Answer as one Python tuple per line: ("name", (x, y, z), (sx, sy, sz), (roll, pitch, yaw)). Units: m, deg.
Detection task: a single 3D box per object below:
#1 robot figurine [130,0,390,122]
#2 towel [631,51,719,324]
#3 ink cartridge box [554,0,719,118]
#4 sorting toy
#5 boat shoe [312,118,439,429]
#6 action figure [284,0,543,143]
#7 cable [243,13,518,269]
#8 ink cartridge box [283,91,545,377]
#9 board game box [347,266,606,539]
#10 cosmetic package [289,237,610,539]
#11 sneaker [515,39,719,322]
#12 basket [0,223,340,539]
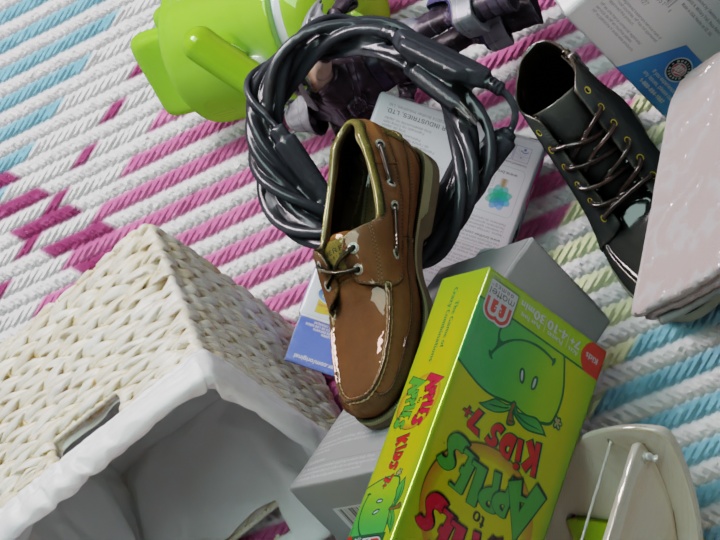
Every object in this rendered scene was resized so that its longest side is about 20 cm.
("robot figurine", (-0.065, -0.175, 1.901), (0.199, 0.116, 0.176), (-13, 27, 31))
("towel", (0.245, -0.077, 1.563), (0.200, 0.032, 0.192), (-31, 37, 50))
("ink cartridge box", (0.214, -0.238, 1.713), (0.200, 0.147, 0.145), (-39, 48, 11))
("sorting toy", (0.100, 0.201, 1.565), (0.179, 0.107, 0.201), (-1, 56, 36))
("boat shoe", (0.000, 0.000, 1.603), (0.072, 0.068, 0.201), (-25, 47, 34))
("action figure", (0.026, -0.147, 1.810), (0.199, 0.130, 0.070), (-28, 54, 15))
("cable", (0.003, -0.083, 1.722), (0.200, 0.051, 0.164), (27, 96, 29))
("ink cartridge box", (0.037, -0.009, 1.750), (0.119, 0.042, 0.201), (18, 72, 8))
("board game box", (0.067, 0.111, 1.531), (0.048, 0.101, 0.201), (-15, 47, 51))
("cosmetic package", (0.057, 0.083, 1.629), (0.200, 0.090, 0.107), (-51, 18, -29))
("sneaker", (0.159, -0.056, 1.676), (0.075, 0.106, 0.200), (-39, 48, 11))
("basket", (-0.133, 0.111, 1.732), (0.198, 0.200, 0.161), (-39, 47, 14))
